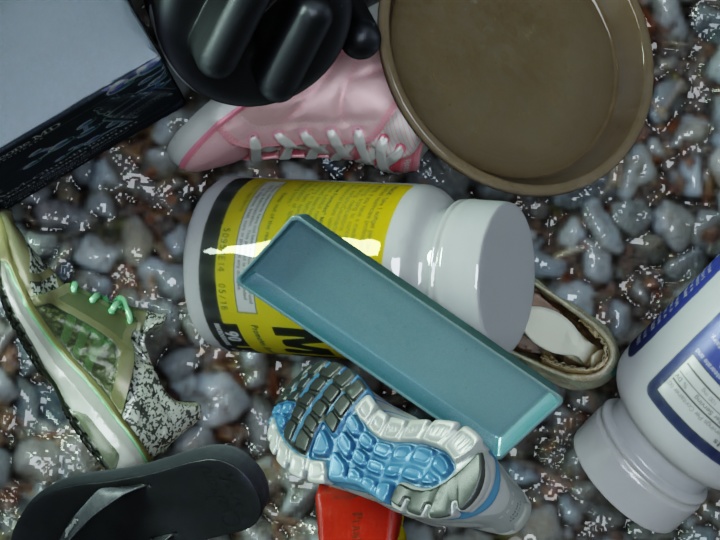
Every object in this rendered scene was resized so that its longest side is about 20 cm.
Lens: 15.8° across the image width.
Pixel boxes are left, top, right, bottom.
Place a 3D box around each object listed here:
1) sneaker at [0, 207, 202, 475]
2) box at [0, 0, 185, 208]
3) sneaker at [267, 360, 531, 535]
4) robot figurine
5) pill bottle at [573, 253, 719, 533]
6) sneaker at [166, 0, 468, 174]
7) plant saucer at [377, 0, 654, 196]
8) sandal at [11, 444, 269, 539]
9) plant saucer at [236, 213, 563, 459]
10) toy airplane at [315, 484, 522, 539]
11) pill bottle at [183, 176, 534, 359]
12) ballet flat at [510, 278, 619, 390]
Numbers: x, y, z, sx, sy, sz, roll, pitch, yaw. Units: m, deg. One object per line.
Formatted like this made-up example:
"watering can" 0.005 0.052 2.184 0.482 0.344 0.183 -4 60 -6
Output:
"sneaker" -0.172 0.039 1.682 0.089 0.077 0.200 -32 96 -12
"box" -0.203 -0.125 1.613 0.148 0.200 0.107 -30 86 -1
"sneaker" 0.024 0.119 1.577 0.087 0.200 0.075 35 83 -43
"robot figurine" -0.073 -0.180 1.596 0.125 0.200 0.150 -26 120 2
"pill bottle" 0.233 0.068 1.639 0.120 0.120 0.200 43 112 0
"sneaker" -0.019 -0.093 1.679 0.200 0.075 0.105 -30 84 -6
"plant saucer" 0.097 -0.141 1.672 0.200 0.029 0.200 7 74 -24
"sandal" -0.150 0.160 1.639 0.200 0.043 0.076 -26 110 32
"plant saucer" 0.025 0.038 1.554 0.200 0.019 0.070 34 128 -13
"toy airplane" 0.004 0.211 1.640 0.200 0.141 0.199 37 67 27
"pill bottle" 0.000 0.000 1.624 0.200 0.114 0.115 3 88 26
"ballet flat" 0.082 0.013 1.686 0.200 0.062 0.068 27 88 0
